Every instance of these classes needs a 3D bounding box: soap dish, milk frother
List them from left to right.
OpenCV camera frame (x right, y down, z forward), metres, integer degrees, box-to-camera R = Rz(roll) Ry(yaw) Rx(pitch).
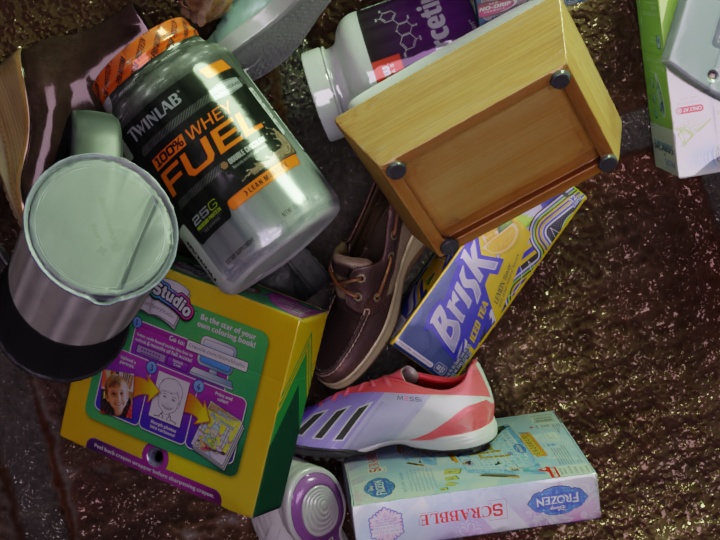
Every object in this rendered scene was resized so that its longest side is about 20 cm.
[{"bbox_3d":[-0.263,-0.017,1.411,0.198,0.188,0.182,-13,73,-24],"label":"milk frother"},{"bbox_3d":[0.101,-0.108,1.458,0.199,0.082,0.158,-28,137,8],"label":"soap dish"}]

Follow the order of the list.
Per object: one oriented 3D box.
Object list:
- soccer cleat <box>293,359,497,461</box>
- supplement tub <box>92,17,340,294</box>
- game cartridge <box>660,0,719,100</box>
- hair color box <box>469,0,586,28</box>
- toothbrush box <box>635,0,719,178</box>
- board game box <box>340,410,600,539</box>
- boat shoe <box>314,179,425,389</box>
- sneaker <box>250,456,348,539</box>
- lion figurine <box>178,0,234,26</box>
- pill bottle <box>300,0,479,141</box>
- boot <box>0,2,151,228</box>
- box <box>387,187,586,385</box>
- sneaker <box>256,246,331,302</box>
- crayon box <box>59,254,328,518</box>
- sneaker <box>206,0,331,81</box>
[{"bbox_3d":[0.016,0.116,1.561,0.198,0.068,0.074,-4,106,15],"label":"soccer cleat"},{"bbox_3d":[-0.118,-0.093,1.468,0.122,0.123,0.201,-38,85,3],"label":"supplement tub"},{"bbox_3d":[0.349,-0.189,1.500,0.198,0.041,0.135,16,94,-9],"label":"game cartridge"},{"bbox_3d":[0.114,-0.293,1.477,0.099,0.201,0.061,-14,143,-1],"label":"hair color box"},{"bbox_3d":[0.316,-0.191,1.558,0.144,0.086,0.202,-9,101,-3],"label":"toothbrush box"},{"bbox_3d":[0.085,0.172,1.543,0.197,0.200,0.042,-7,100,-2],"label":"board game box"},{"bbox_3d":[0.000,0.000,1.561,0.072,0.072,0.202,25,93,-41],"label":"boat shoe"},{"bbox_3d":[-0.048,0.240,1.616,0.074,0.099,0.202,-26,123,-29],"label":"sneaker"},{"bbox_3d":[-0.130,-0.305,1.496,0.072,0.202,0.123,2,143,-23],"label":"lion figurine"},{"bbox_3d":[0.056,-0.175,1.522,0.198,0.113,0.114,-19,100,4],"label":"pill bottle"},{"bbox_3d":[-0.219,-0.103,1.539,0.165,0.072,0.202,-24,96,2],"label":"boot"},{"bbox_3d":[0.104,-0.006,1.582,0.070,0.064,0.201,34,96,-13],"label":"box"},{"bbox_3d":[-0.102,-0.007,1.571,0.104,0.060,0.200,-43,102,0],"label":"sneaker"},{"bbox_3d":[-0.141,0.087,1.536,0.198,0.058,0.174,20,102,23],"label":"crayon box"},{"bbox_3d":[-0.088,-0.246,1.539,0.200,0.073,0.119,-43,67,22],"label":"sneaker"}]
